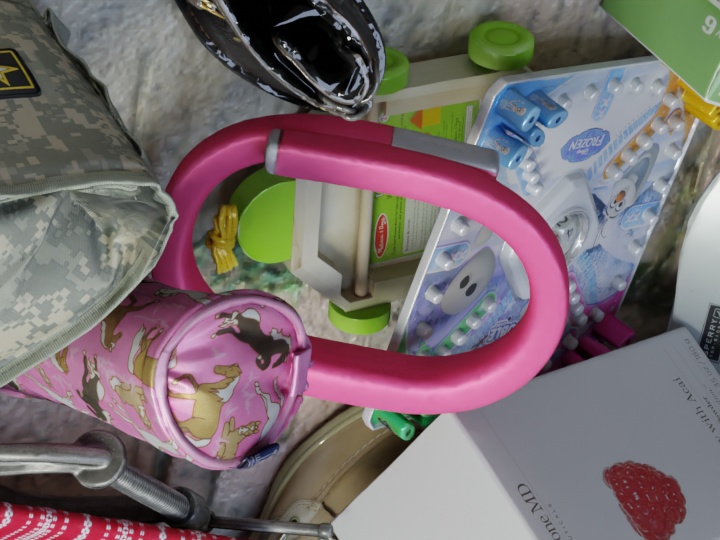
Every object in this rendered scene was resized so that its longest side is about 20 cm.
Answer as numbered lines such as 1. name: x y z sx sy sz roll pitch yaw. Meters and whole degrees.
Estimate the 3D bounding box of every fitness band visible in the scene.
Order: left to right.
1. fitness band: 0.000 0.000 1.291 0.200 0.037 0.144 12 123 -1

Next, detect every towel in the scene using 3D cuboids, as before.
1. towel: -0.161 0.155 1.366 0.200 0.023 0.145 12 148 -35

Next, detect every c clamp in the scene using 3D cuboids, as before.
1. c clamp: -0.126 0.104 1.321 0.171 0.027 0.200 -3 165 20

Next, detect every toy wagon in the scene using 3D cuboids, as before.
1. toy wagon: 0.012 -0.042 1.362 0.200 0.040 0.155 -12 127 -22

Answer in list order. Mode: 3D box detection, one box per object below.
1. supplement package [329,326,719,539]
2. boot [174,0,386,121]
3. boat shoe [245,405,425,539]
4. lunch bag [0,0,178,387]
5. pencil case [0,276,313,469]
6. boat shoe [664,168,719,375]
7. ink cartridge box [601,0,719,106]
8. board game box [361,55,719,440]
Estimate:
1. supplement package: 0.109 0.127 1.424 0.200 0.121 0.120 -16 157 -45
2. boot: -0.034 -0.106 1.186 0.069 0.174 0.200 -46 126 4
3. boat shoe: -0.025 0.154 1.463 0.200 0.065 0.072 -49 132 9
4. lunch bag: -0.192 -0.029 1.167 0.200 0.164 0.118 -35 136 -4
5. pencil case: -0.105 0.035 1.243 0.083 0.200 0.087 -48 122 -21
6. boat shoe: 0.204 0.002 1.491 0.071 0.064 0.200 21 123 4
7. ink cartridge box: 0.191 -0.122 1.363 0.200 0.104 0.059 12 115 -36
8. board game box: 0.102 -0.014 1.397 0.200 0.026 0.200 -12 130 -49
